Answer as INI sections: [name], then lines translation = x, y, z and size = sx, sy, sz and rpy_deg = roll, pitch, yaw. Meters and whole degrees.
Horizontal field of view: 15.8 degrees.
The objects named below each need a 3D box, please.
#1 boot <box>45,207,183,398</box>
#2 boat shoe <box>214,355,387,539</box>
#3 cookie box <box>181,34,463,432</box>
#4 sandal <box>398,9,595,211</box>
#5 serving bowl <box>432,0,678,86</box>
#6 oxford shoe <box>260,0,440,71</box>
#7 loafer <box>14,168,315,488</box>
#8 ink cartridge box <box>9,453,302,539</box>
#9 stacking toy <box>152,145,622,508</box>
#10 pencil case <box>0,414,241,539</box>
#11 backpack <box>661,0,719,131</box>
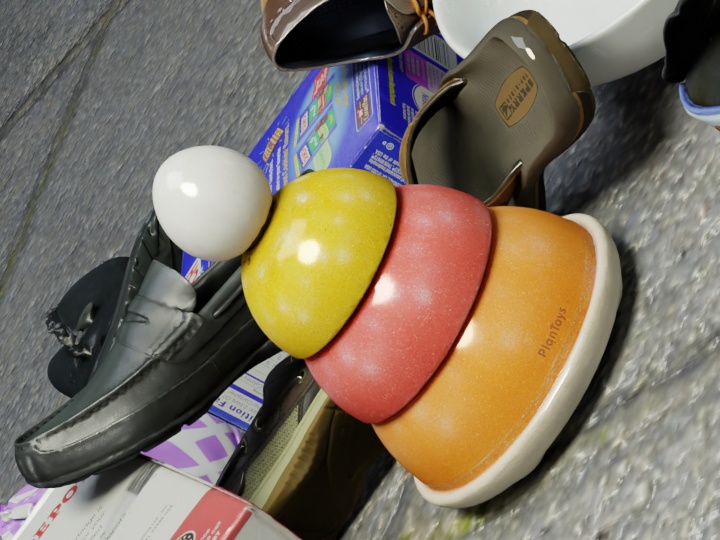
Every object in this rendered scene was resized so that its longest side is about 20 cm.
[boot]
translation = -0.142, 0.009, 1.715
size = 0.200, 0.076, 0.168
rpy_deg = -65, 21, 4
[boat shoe]
translation = -0.018, 0.066, 1.261
size = 0.200, 0.073, 0.065
rpy_deg = -55, 51, 17
[cookie box]
translation = -0.021, -0.029, 1.440
size = 0.200, 0.075, 0.171
rpy_deg = -51, 20, 24
[sandal]
translation = 0.053, -0.049, 1.191
size = 0.055, 0.082, 0.200
rpy_deg = -34, -9, -24
[serving bowl]
translation = 0.129, -0.164, 1.223
size = 0.200, 0.066, 0.200
rpy_deg = -33, 38, 30
[oxford shoe]
translation = 0.043, -0.147, 1.363
size = 0.200, 0.071, 0.073
rpy_deg = -19, 33, 14
[loafer]
translation = -0.083, 0.028, 1.213
size = 0.201, 0.070, 0.068
rpy_deg = -36, 14, -13
[ink cartridge box]
translation = -0.102, 0.168, 1.173
size = 0.147, 0.083, 0.200
rpy_deg = -54, 23, -11
[stacking toy]
translation = 0.000, 0.000, 1.127
size = 0.146, 0.200, 0.146
rpy_deg = -51, 19, 25
[pencil case]
translation = -0.144, 0.131, 1.515
size = 0.200, 0.085, 0.084
rpy_deg = -36, 31, 51
[backpack]
translation = 0.195, -0.104, 0.836
size = 0.190, 0.154, 0.200
rpy_deg = -16, 40, 55
